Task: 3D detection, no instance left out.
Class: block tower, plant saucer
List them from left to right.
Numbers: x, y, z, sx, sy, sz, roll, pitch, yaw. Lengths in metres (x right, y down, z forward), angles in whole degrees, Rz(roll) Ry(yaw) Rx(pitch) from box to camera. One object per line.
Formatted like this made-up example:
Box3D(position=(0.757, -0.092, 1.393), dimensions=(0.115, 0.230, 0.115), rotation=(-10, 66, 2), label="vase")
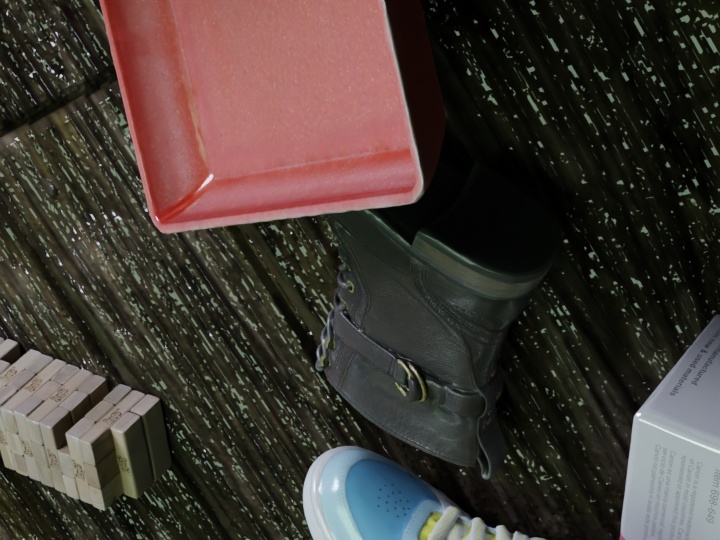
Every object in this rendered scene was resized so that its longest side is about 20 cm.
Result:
Box3D(position=(-0.212, 0.081, 1.038), dimensions=(0.200, 0.054, 0.058), rotation=(17, 130, 28), label="block tower")
Box3D(position=(-0.042, -0.120, 0.667), dimensions=(0.200, 0.037, 0.200), rotation=(-4, 101, 56), label="plant saucer")

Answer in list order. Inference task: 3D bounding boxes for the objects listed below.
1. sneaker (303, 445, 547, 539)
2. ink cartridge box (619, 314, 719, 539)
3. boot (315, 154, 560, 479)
Box3D(position=(0.073, 0.145, 0.842), dimensions=(0.200, 0.080, 0.131), rotation=(42, 141, -10), label="sneaker")
Box3D(position=(0.214, 0.124, 0.706), dimensions=(0.200, 0.085, 0.146), rotation=(23, 134, 26), label="ink cartridge box")
Box3D(position=(0.000, 0.000, 0.799), dimensions=(0.200, 0.069, 0.174), rotation=(40, 146, 17), label="boot")
